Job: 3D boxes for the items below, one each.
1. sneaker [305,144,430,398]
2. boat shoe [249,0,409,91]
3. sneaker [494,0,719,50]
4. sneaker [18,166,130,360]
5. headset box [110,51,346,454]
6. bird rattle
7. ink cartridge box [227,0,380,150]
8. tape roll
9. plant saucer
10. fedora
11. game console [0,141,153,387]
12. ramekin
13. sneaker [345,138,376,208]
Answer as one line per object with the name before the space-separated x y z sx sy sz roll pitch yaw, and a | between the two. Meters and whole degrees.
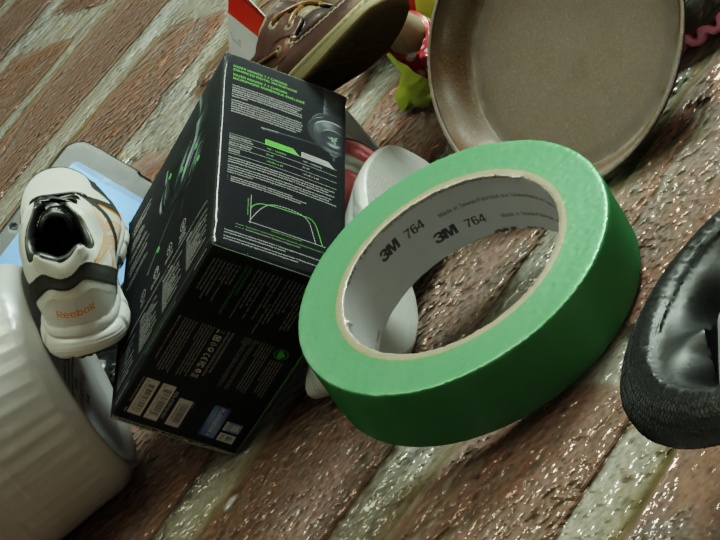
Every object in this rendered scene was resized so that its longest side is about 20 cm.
sneaker | 0.000 0.000 1.548 0.088 0.075 0.200 -41 20 39
boat shoe | -0.043 -0.152 1.626 0.072 0.072 0.200 -21 -13 -38
sneaker | 0.170 -0.182 1.539 0.200 0.095 0.079 -28 24 32
sneaker | -0.193 -0.026 1.588 0.074 0.080 0.200 -17 32 -5
headset box | -0.085 -0.016 1.561 0.200 0.093 0.174 -91 26 -47
bird rattle | 0.026 -0.164 1.689 0.113 0.163 0.200 -58 9 13
ink cartridge box | -0.077 -0.159 1.781 0.047 0.200 0.160 -43 22 0
tape roll | 0.061 0.010 1.379 0.200 0.048 0.201 -23 37 18
plant saucer | 0.127 -0.144 1.503 0.200 0.032 0.201 -7 79 41
fedora | 0.214 0.027 1.090 0.200 0.092 0.201 -36 20 15
game console | -0.190 -0.010 1.821 0.176 0.116 0.200 -13 38 52
ramekin | -0.231 0.087 1.625 0.094 0.203 0.202 -30 23 4
sneaker | -0.061 -0.039 1.701 0.200 0.074 0.087 -9 44 49
